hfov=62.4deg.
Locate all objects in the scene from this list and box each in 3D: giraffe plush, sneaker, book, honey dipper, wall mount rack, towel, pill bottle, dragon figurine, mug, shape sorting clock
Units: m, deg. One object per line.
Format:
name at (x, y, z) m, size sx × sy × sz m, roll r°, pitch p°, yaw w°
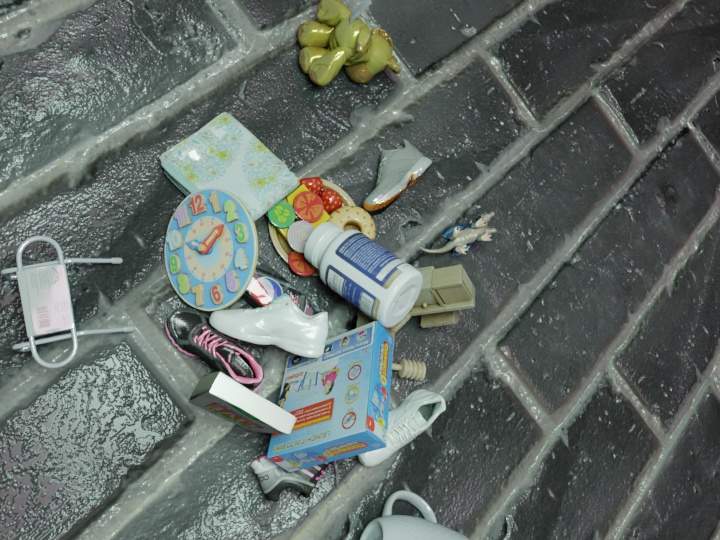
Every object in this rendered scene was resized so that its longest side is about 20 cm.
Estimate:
giraffe plush at (-0.008, -0.449, 1.206) m, size 0.161 × 0.198 × 0.175 m, roll 11°, pitch 67°, yaw -51°
sneaker at (0.076, 0.285, 1.097) m, size 0.199 × 0.080 × 0.071 m, roll -35°, pitch 94°, yaw -25°
book at (-0.187, 0.210, 0.929) m, size 0.133 × 0.200 × 0.048 m, roll 33°, pitch 66°, yaw -12°
sneaker at (-0.149, 0.078, 0.990) m, size 0.197 × 0.075 × 0.090 m, roll 13°, pitch 95°, yaw -1°
honey dipper at (0.029, 0.177, 1.126) m, size 0.197 × 0.038 × 0.039 m, roll 12°, pitch 73°, yaw -20°
wall mount rack at (-0.452, 0.047, 0.925) m, size 0.171 × 0.074 × 0.203 m, roll -10°, pitch 82°, yaw -22°
sneaker at (-0.235, 0.129, 0.987) m, size 0.199 × 0.095 × 0.079 m, roll 40°, pitch 67°, yaw -9°
towel at (-0.234, -0.175, 1.063) m, size 0.200 × 0.048 × 0.171 m, roll 43°, pitch 65°, yaw 7°
pill bottle at (0.000, 0.000, 1.025) m, size 0.199 × 0.112 × 0.111 m, roll 35°, pitch 61°, yaw 25°
dragon figurine at (0.212, -0.066, 1.252) m, size 0.198 × 0.099 × 0.059 m, roll -27°, pitch 90°, yaw -8°
mug at (0.088, 0.480, 1.029) m, size 0.174 × 0.148 × 0.201 m, roll 28°, pitch 36°, yaw -17°
sneaker at (0.058, -0.193, 1.215) m, size 0.092 × 0.076 × 0.200 m, roll 46°, pitch 56°, yaw 1°
sneaker at (-0.085, 0.336, 1.017) m, size 0.197 × 0.074 × 0.089 m, roll -12°, pitch 82°, yaw -21°
shape sorting clock at (-0.251, -0.035, 0.979) m, size 0.039 × 0.198 × 0.203 m, roll 8°, pitch 70°, yaw -60°

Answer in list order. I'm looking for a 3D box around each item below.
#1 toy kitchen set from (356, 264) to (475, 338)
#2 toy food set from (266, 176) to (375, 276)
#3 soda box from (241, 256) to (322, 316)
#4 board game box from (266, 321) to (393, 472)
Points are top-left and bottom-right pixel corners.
toy kitchen set at (0.115, 0.118, 1.090) m, size 0.163 × 0.197 × 0.183 m, roll 50°, pitch 39°, yaw -45°
toy food set at (-0.080, -0.082, 1.132) m, size 0.198 × 0.049 × 0.201 m, roll -43°, pitch 97°, yaw -26°
soda box at (-0.167, 0.037, 1.052) m, size 0.200 × 0.071 × 0.064 m, roll 41°, pitch 68°, yaw -9°
board game box at (-0.045, 0.203, 0.961) m, size 0.056 × 0.198 × 0.198 m, roll 44°, pitch 36°, yaw -34°
